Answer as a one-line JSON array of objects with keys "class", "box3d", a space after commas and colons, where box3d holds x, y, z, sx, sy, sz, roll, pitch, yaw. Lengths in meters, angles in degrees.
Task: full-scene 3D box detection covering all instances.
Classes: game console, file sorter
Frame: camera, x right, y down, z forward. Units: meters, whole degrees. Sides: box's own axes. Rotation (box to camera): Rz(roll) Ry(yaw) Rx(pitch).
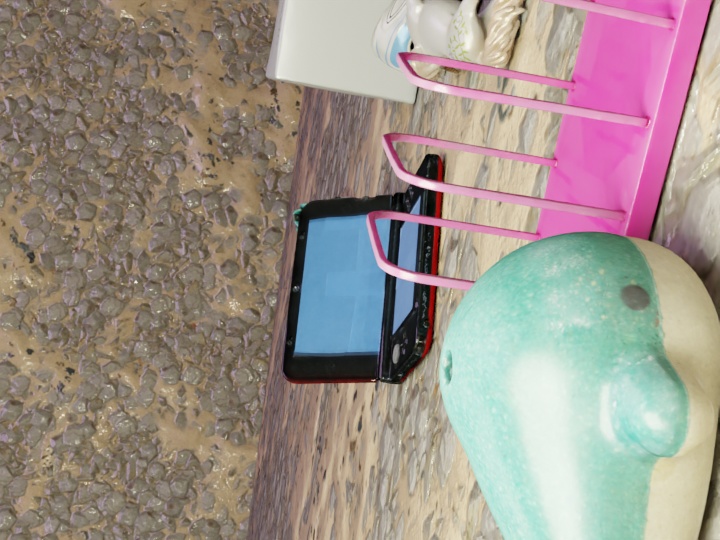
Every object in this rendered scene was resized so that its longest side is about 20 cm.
[{"class": "game console", "box3d": [0.000, 0.000, 1.060, 0.172, 0.118, 0.201, 118, 158, -67]}, {"class": "file sorter", "box3d": [0.082, -0.095, 0.569, 0.139, 0.125, 0.201, -107, 26, -72]}]

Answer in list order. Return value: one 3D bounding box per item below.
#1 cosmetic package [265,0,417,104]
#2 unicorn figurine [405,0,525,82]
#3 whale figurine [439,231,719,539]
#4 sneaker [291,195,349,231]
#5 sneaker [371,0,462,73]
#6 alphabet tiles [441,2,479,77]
[{"class": "cosmetic package", "box3d": [-0.016, -0.296, 1.306, 0.200, 0.166, 0.168, -127, 47, -77]}, {"class": "unicorn figurine", "box3d": [0.074, -0.208, 0.903, 0.200, 0.073, 0.138, -116, 24, -66]}, {"class": "whale figurine", "box3d": [0.083, 0.080, 0.451, 0.159, 0.103, 0.201, 117, 160, -64]}, {"class": "sneaker", "box3d": [-0.058, -0.079, 1.634, 0.200, 0.091, 0.078, -155, 75, -82]}, {"class": "sneaker", "box3d": [0.077, -0.274, 1.007, 0.201, 0.072, 0.072, -66, -15, 21]}, {"class": "alphabet tiles", "box3d": [0.101, -0.290, 1.048, 0.200, 0.008, 0.168, 109, 167, -52]}]
